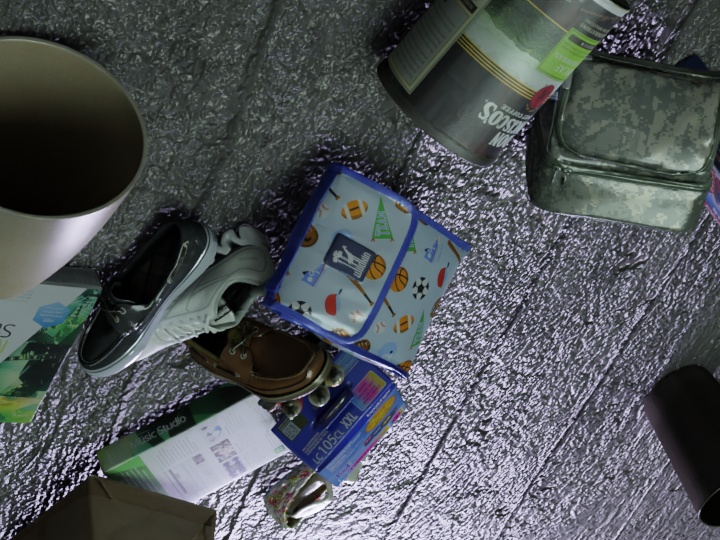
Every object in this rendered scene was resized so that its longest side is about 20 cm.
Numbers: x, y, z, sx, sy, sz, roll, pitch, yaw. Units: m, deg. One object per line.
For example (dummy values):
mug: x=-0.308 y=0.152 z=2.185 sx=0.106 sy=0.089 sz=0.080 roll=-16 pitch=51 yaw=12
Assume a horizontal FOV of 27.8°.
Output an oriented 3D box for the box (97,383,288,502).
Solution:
box: x=-0.193 y=0.212 z=1.718 sx=0.200 sy=0.036 sz=0.144 roll=-28 pitch=142 yaw=-5

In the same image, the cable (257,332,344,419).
cable: x=-0.061 y=0.117 z=1.598 sx=0.097 sy=0.050 sz=0.200 roll=-36 pitch=-174 yaw=5

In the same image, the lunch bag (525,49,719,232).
lunch bag: x=0.277 y=-0.148 z=1.524 sx=0.200 sy=0.139 sz=0.168 roll=10 pitch=123 yaw=-2

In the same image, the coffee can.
coffee can: x=0.133 y=-0.219 z=1.376 sx=0.146 sy=0.146 sz=0.200 roll=19 pitch=120 yaw=-45

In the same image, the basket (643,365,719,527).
basket: x=0.507 y=0.247 z=2.094 sx=0.180 sy=0.200 sz=0.136 roll=-2 pitch=135 yaw=-31

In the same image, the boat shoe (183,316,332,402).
boat shoe: x=-0.117 y=0.088 z=1.527 sx=0.068 sy=0.200 sz=0.072 roll=46 pitch=60 yaw=-36

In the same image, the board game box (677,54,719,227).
board game box: x=0.416 y=-0.115 z=1.675 sx=0.062 sy=0.200 sz=0.200 roll=-30 pitch=156 yaw=1

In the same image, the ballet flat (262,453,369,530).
ballet flat: x=-0.040 y=0.260 z=1.860 sx=0.200 sy=0.064 sz=0.076 roll=-44 pitch=139 yaw=16

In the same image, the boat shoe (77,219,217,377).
boat shoe: x=-0.227 y=0.025 z=1.464 sx=0.200 sy=0.070 sz=0.066 roll=-44 pitch=152 yaw=13

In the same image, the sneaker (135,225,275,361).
sneaker: x=-0.173 y=0.038 z=1.513 sx=0.200 sy=0.081 sz=0.075 roll=-36 pitch=144 yaw=9

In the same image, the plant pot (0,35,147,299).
plant pot: x=-0.301 y=-0.065 z=1.256 sx=0.187 sy=0.187 sz=0.200 roll=-5 pitch=149 yaw=-30

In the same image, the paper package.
paper package: x=-0.292 y=0.342 z=1.700 sx=0.191 sy=0.104 sz=0.200 roll=22 pitch=133 yaw=-36

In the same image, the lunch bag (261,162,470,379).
lunch bag: x=0.000 y=0.000 z=1.515 sx=0.200 sy=0.124 sz=0.170 roll=33 pitch=81 yaw=-46

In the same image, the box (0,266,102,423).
box: x=-0.364 y=0.073 z=1.462 sx=0.144 sy=0.036 sz=0.200 roll=7 pitch=129 yaw=-38

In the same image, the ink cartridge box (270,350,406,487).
ink cartridge box: x=-0.024 y=0.167 z=1.678 sx=0.136 sy=0.076 sz=0.200 roll=-49 pitch=163 yaw=-6
